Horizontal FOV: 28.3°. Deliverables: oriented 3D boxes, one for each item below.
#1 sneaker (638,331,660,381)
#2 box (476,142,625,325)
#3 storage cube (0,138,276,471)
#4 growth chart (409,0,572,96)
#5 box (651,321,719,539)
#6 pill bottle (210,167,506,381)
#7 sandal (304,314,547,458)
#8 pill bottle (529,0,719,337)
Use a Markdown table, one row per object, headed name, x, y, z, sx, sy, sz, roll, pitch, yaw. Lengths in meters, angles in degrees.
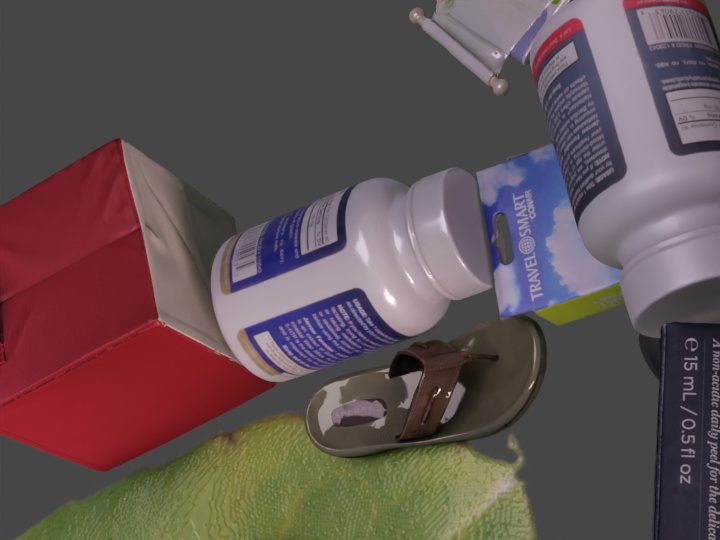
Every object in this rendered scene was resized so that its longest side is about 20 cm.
| name | x | y | z | sx | sy | sz | roll | pitch | yaw |
| --- | --- | --- | --- | --- | --- | --- | --- | --- | --- |
| sneaker | 0.246 | 0.075 | 0.872 | 0.200 | 0.084 | 0.075 | 39 | 96 | 36 |
| box | 0.184 | -0.043 | 0.978 | 0.199 | 0.048 | 0.123 | -20 | 64 | 27 |
| storage cube | -0.198 | 0.033 | 1.142 | 0.179 | 0.200 | 0.172 | -27 | 59 | 18 |
| growth chart | 0.139 | -0.229 | 1.096 | 0.200 | 0.018 | 0.145 | -47 | 54 | 14 |
| box | 0.246 | 0.139 | 0.717 | 0.199 | 0.118 | 0.198 | 2 | 62 | 12 |
| pill bottle | 0.000 | 0.000 | 1.054 | 0.199 | 0.119 | 0.120 | -20 | 64 | 29 |
| sandal | 0.042 | 0.088 | 1.028 | 0.200 | 0.057 | 0.080 | -22 | 64 | 21 |
| pill bottle | 0.184 | -0.067 | 0.885 | 0.119 | 0.119 | 0.201 | -25 | 62 | 27 |
